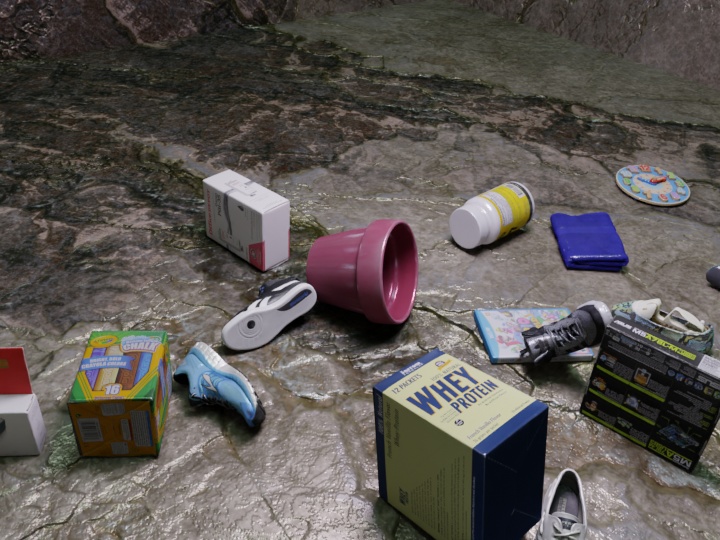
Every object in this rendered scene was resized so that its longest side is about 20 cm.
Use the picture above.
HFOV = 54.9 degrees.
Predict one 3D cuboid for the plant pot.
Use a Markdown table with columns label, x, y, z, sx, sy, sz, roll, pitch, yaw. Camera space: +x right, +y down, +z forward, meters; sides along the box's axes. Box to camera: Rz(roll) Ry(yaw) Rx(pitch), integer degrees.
| label | x | y | z | sx | sy | sz | roll | pitch | yaw |
| --- | --- | --- | --- | --- | --- | --- | --- | --- | --- |
| plant pot | 0.000 | 0.000 | 1.353 | 0.177 | 0.202 | 0.200 | 3 | 31 | 26 |

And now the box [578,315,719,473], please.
| label | x | y | z | sx | sy | sz | roll | pitch | yaw |
| --- | --- | --- | --- | --- | --- | --- | --- | --- | --- |
| box | 0.467 | 0.196 | 1.104 | 0.199 | 0.195 | 0.047 | 27 | 43 | 31 |

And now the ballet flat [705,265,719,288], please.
| label | x | y | z | sx | sy | sz | roll | pitch | yaw |
| --- | --- | --- | --- | --- | --- | --- | --- | --- | --- |
| ballet flat | 0.853 | 0.035 | 1.493 | 0.197 | 0.074 | 0.073 | 12 | 35 | 7 |

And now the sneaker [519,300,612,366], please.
| label | x | y | z | sx | sy | sz | roll | pitch | yaw |
| --- | --- | --- | --- | --- | --- | --- | --- | --- | --- |
| sneaker | 0.350 | 0.116 | 1.203 | 0.112 | 0.200 | 0.076 | -17 | 76 | -17 |

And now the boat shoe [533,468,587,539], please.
| label | x | y | z | sx | sy | sz | roll | pitch | yaw |
| --- | --- | --- | --- | --- | --- | --- | --- | --- | --- |
| boat shoe | 0.279 | 0.361 | 0.954 | 0.071 | 0.066 | 0.200 | 16 | 36 | 16 |

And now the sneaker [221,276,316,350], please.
| label | x | y | z | sx | sy | sz | roll | pitch | yaw |
| --- | --- | --- | --- | --- | --- | --- | --- | --- | --- |
| sneaker | -0.188 | 0.079 | 1.320 | 0.199 | 0.074 | 0.111 | -28 | 26 | -25 |

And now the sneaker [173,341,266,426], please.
| label | x | y | z | sx | sy | sz | roll | pitch | yaw |
| --- | --- | --- | --- | --- | --- | --- | --- | --- | --- |
| sneaker | -0.234 | 0.203 | 1.139 | 0.199 | 0.079 | 0.090 | 29 | 60 | 36 |

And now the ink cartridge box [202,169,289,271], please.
| label | x | y | z | sx | sy | sz | roll | pitch | yaw |
| --- | --- | --- | --- | --- | --- | --- | --- | --- | --- |
| ink cartridge box | -0.248 | -0.111 | 1.504 | 0.199 | 0.148 | 0.082 | 28 | 41 | 32 |

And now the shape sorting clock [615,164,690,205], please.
| label | x | y | z | sx | sy | sz | roll | pitch | yaw |
| --- | --- | --- | --- | --- | --- | --- | --- | --- | --- |
| shape sorting clock | 0.803 | -0.238 | 1.906 | 0.197 | 0.040 | 0.201 | 3 | 34 | -2 |

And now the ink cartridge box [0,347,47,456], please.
| label | x | y | z | sx | sy | sz | roll | pitch | yaw |
| --- | --- | --- | --- | --- | --- | --- | --- | --- | --- |
| ink cartridge box | -0.575 | 0.194 | 0.999 | 0.197 | 0.178 | 0.045 | -1 | 34 | -7 |

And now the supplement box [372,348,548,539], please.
| label | x | y | z | sx | sy | sz | roll | pitch | yaw |
| --- | --- | --- | --- | --- | --- | --- | --- | --- | --- |
| supplement box | 0.133 | 0.252 | 0.953 | 0.133 | 0.203 | 0.199 | -24 | 32 | -35 |

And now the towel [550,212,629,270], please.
| label | x | y | z | sx | sy | sz | roll | pitch | yaw |
| --- | --- | --- | --- | --- | --- | --- | --- | --- | --- |
| towel | 0.532 | -0.067 | 1.626 | 0.145 | 0.050 | 0.201 | -1 | 35 | 4 |

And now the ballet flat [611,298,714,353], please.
| label | x | y | z | sx | sy | sz | roll | pitch | yaw |
| --- | --- | --- | --- | --- | --- | --- | --- | --- | --- |
| ballet flat | 0.603 | 0.094 | 1.377 | 0.198 | 0.075 | 0.074 | 25 | 39 | 27 |

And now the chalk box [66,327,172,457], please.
| label | x | y | z | sx | sy | sz | roll | pitch | yaw |
| --- | --- | --- | --- | --- | --- | --- | --- | --- | --- |
| chalk box | -0.367 | 0.176 | 1.096 | 0.122 | 0.126 | 0.201 | 1 | 36 | -5 |

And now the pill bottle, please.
| label | x | y | z | sx | sy | sz | roll | pitch | yaw |
| --- | --- | --- | --- | --- | --- | --- | --- | --- | --- |
| pill bottle | 0.307 | -0.128 | 1.623 | 0.199 | 0.116 | 0.114 | -25 | 44 | -35 |

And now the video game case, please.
| label | x | y | z | sx | sy | sz | roll | pitch | yaw |
| --- | --- | --- | --- | --- | --- | --- | --- | --- | --- |
| video game case | 0.332 | 0.124 | 1.346 | 0.197 | 0.018 | 0.144 | -1 | 36 | -7 |
